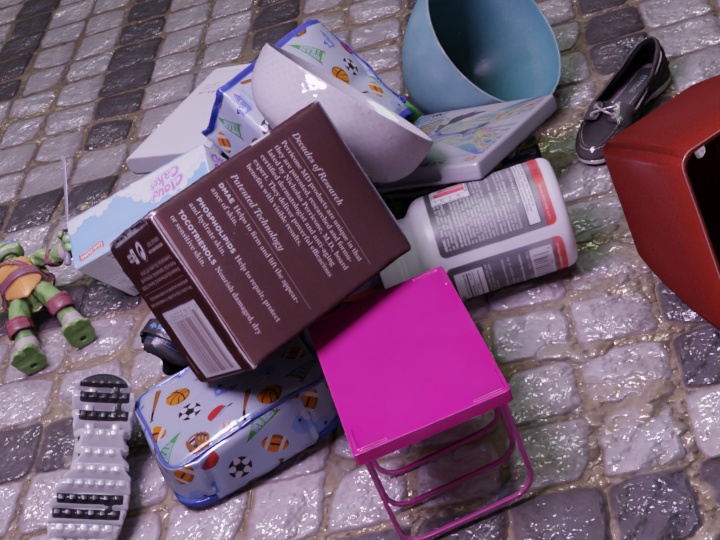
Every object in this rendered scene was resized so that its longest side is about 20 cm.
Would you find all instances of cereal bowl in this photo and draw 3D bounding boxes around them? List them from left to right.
[{"bbox_3d":[-0.029,-0.148,1.340,0.084,0.199,0.200,-60,37,8],"label":"cereal bowl"}]

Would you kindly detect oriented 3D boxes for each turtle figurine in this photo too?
[{"bbox_3d":[-0.395,0.005,1.522,0.143,0.201,0.194,-7,48,-38],"label":"turtle figurine"}]

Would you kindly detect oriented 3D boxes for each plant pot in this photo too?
[{"bbox_3d":[0.128,-0.256,1.610,0.135,0.200,0.201,-38,13,49],"label":"plant pot"},{"bbox_3d":[0.349,-0.082,1.245,0.199,0.201,0.176,-32,25,-16],"label":"plant pot"}]

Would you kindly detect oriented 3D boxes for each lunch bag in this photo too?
[{"bbox_3d":[-0.117,0.131,1.292,0.199,0.076,0.160,-29,33,-9],"label":"lunch bag"},{"bbox_3d":[-0.054,-0.177,1.503,0.200,0.170,0.124,-47,-1,-31],"label":"lunch bag"}]

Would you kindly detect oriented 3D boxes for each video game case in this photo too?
[{"bbox_3d":[0.098,-0.139,1.447,0.181,0.022,0.200,-5,24,36],"label":"video game case"}]

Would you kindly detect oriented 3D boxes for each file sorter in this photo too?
[{"bbox_3d":[0.054,0.120,1.169,0.138,0.126,0.201,-23,33,-1],"label":"file sorter"}]

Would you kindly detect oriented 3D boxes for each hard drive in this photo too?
[{"bbox_3d":[-0.180,-0.188,1.591,0.131,0.026,0.201,-2,39,37],"label":"hard drive"}]

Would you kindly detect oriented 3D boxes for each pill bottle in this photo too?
[{"bbox_3d":[0.114,-0.033,1.353,0.198,0.117,0.116,-17,35,5],"label":"pill bottle"}]

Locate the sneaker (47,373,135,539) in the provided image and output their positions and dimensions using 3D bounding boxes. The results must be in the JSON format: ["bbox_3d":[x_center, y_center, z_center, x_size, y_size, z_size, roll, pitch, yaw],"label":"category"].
[{"bbox_3d":[-0.257,0.204,1.276,0.074,0.081,0.202,10,56,-6],"label":"sneaker"}]

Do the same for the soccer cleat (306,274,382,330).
[{"bbox_3d":[0.000,0.000,1.428,0.199,0.074,0.068,-23,1,-31],"label":"soccer cleat"}]

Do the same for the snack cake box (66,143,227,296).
[{"bbox_3d":[-0.223,-0.055,1.508,0.199,0.115,0.068,-27,61,18],"label":"snack cake box"}]

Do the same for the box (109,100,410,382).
[{"bbox_3d":[-0.097,-0.022,1.225,0.199,0.165,0.166,-37,7,-25],"label":"box"}]

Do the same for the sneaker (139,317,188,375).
[{"bbox_3d":[-0.180,0.036,1.351,0.076,0.201,0.112,22,54,16],"label":"sneaker"}]

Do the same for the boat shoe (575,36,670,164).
[{"bbox_3d":[0.302,-0.202,1.533,0.066,0.057,0.200,10,45,37],"label":"boat shoe"}]

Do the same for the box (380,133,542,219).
[{"bbox_3d":[0.109,-0.106,1.499,0.198,0.065,0.070,-17,33,5],"label":"box"}]

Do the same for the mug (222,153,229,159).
[{"bbox_3d":[-0.142,-0.125,1.612,0.184,0.115,0.152,-32,36,-16],"label":"mug"}]

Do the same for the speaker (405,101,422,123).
[{"bbox_3d":[-0.008,-0.195,1.662,0.088,0.089,0.199,-37,38,-22],"label":"speaker"}]
